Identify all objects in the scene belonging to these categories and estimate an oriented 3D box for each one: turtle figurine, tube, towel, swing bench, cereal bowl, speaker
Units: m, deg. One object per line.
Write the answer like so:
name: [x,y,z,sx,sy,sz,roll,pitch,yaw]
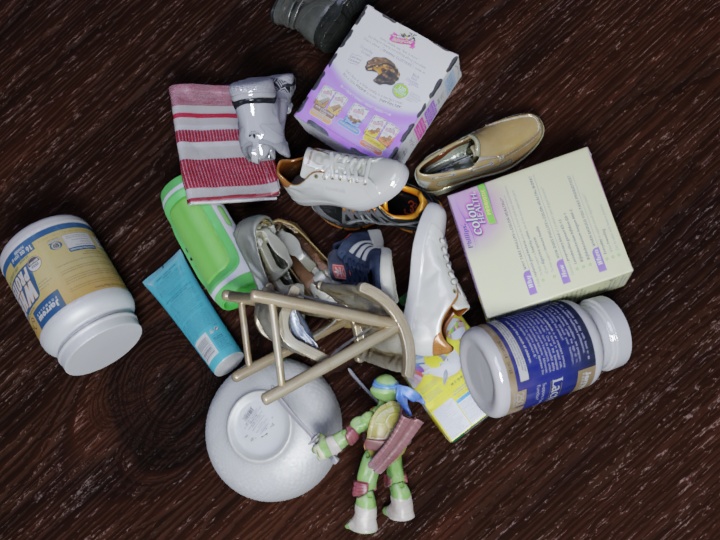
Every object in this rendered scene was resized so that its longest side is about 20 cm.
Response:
turtle figurine: [0.003,0.232,1.094,0.197,0.144,0.198,-3,93,20]
tube: [-0.247,0.064,1.220,0.077,0.050,0.201,-38,68,-3]
towel: [-0.204,-0.194,1.233,0.142,0.023,0.203,-6,68,-19]
swing bench: [-0.057,0.076,1.042,0.197,0.198,0.132,-7,92,-20]
cereal bowl: [-0.128,0.219,1.140,0.196,0.083,0.204,-2,78,11]
speaker: [-0.219,-0.044,1.216,0.088,0.088,0.202,-33,74,3]

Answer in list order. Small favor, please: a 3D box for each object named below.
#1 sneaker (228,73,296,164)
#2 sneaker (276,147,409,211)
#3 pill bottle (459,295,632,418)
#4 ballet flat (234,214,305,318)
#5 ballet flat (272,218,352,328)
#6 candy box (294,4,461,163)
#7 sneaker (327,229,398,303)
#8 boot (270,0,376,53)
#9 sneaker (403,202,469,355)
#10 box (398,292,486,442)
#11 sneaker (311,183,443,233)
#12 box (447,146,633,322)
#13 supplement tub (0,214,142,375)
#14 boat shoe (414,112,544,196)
sneaker: [-0.137,-0.224,1.204,0.074,0.200,0.117,-3,106,11]
sneaker: [-0.032,-0.131,1.135,0.197,0.085,0.074,-3,61,30]
pill bottle: [0.235,0.103,1.046,0.197,0.116,0.117,-16,74,-16]
ballet flat: [-0.114,0.017,1.156,0.063,0.067,0.203,-19,99,33]
ballet flat: [-0.070,0.003,1.184,0.069,0.063,0.200,-44,73,-2]
candy box: [0.028,-0.260,1.217,0.167,0.072,0.201,33,87,17]
sneaker: [0.000,0.000,1.107,0.083,0.200,0.076,-9,106,-4]
boot: [-0.047,-0.446,1.280,0.130,0.068,0.201,38,86,23]
sneaker: [0.108,0.013,1.090,0.083,0.073,0.204,6,83,17]
box: [0.110,0.120,1.129,0.117,0.048,0.201,-36,75,1]
sneaker: [0.021,-0.100,1.181,0.196,0.077,0.080,5,81,15]
box: [0.239,-0.040,1.111,0.197,0.097,0.179,-19,75,7]
supplement tub: [-0.422,0.036,1.209,0.144,0.145,0.201,-37,73,2]
boat shoe: [0.169,-0.168,1.164,0.198,0.076,0.072,-29,73,4]
